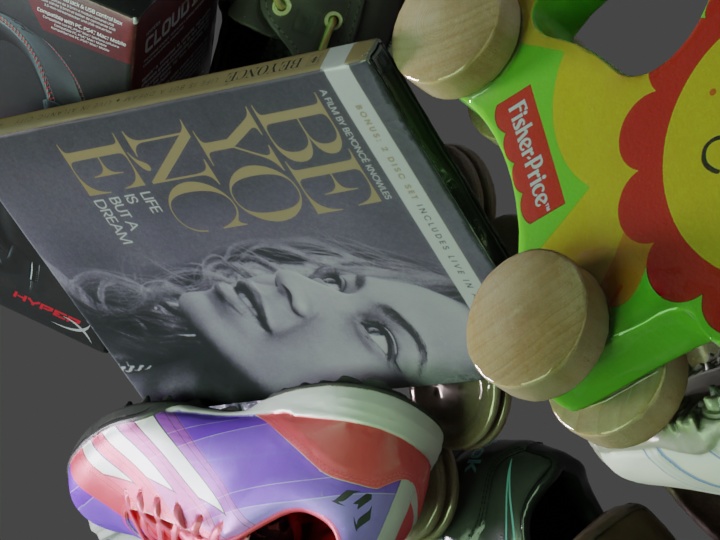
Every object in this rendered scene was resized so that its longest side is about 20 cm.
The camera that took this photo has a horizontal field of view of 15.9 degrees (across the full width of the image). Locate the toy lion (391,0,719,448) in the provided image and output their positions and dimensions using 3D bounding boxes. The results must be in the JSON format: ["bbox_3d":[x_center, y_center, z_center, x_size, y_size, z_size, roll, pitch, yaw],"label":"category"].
[{"bbox_3d":[0.116,-0.048,0.817,0.191,0.069,0.201,-32,50,23],"label":"toy lion"}]

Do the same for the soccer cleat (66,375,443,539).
[{"bbox_3d":[-0.054,0.092,1.023,0.199,0.074,0.068,-11,142,43],"label":"soccer cleat"}]

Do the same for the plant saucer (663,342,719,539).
[{"bbox_3d":[0.161,0.016,0.888,0.200,0.037,0.202,26,126,41],"label":"plant saucer"}]

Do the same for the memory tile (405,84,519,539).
[{"bbox_3d":[0.000,0.000,1.040,0.200,0.017,0.154,48,124,36],"label":"memory tile"}]

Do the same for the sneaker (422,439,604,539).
[{"bbox_3d":[0.081,0.161,1.023,0.079,0.075,0.201,-18,94,49],"label":"sneaker"}]

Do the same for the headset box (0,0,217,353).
[{"bbox_3d":[-0.140,-0.085,1.036,0.148,0.075,0.201,24,135,13],"label":"headset box"}]

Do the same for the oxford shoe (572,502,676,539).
[{"bbox_3d":[0.148,0.161,0.932,0.200,0.085,0.073,46,159,-17],"label":"oxford shoe"}]

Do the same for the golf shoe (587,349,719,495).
[{"bbox_3d":[0.156,0.070,0.836,0.199,0.078,0.098,-7,109,52],"label":"golf shoe"}]

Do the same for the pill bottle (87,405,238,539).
[{"bbox_3d":[-0.048,0.168,1.147,0.111,0.111,0.201,-30,84,51],"label":"pill bottle"}]

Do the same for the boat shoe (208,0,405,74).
[{"bbox_3d":[-0.024,-0.093,1.004,0.072,0.060,0.203,30,114,45],"label":"boat shoe"}]

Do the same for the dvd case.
[{"bbox_3d":[-0.039,-0.010,0.967,0.199,0.016,0.149,-8,127,36],"label":"dvd case"}]
